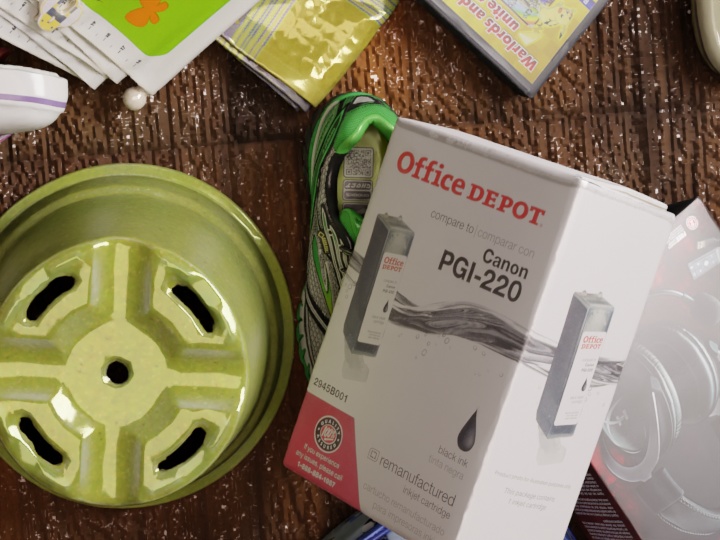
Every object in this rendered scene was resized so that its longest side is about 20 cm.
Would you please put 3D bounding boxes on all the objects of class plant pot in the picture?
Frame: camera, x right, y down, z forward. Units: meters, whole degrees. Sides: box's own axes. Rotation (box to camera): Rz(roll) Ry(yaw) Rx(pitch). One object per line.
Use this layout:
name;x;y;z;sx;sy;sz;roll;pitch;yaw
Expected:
plant pot;-0.128;0.043;0.956;0.198;0.184;0.203;0;93;-6

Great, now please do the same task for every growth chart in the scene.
growth chart;-0.137;-0.156;0.949;0.145;0.199;0.018;-44;54;21

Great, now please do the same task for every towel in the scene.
towel;-0.026;-0.206;1.034;0.143;0.023;0.200;39;89;-6

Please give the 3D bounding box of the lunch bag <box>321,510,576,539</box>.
lunch bag;0.071;0.204;1.044;0.159;0.076;0.201;-32;97;-6

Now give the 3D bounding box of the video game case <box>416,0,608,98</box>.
video game case;0.081;-0.232;1.023;0.200;0.025;0.181;39;88;-20

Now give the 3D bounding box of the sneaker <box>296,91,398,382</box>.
sneaker;0.000;0.000;1.018;0.077;0.085;0.202;-7;95;-5

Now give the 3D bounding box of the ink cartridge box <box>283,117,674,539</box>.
ink cartridge box;0.058;0.037;0.930;0.084;0.145;0.202;17;94;-43

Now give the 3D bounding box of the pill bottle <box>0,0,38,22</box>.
pill bottle;-0.224;-0.175;0.972;0.198;0.106;0.107;-26;96;-4

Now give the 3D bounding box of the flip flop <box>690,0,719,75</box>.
flip flop;0.220;-0.207;1.027;0.080;0.058;0.202;-12;103;-19

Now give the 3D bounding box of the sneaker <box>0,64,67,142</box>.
sneaker;-0.244;-0.049;0.959;0.198;0.073;0.116;-6;90;16

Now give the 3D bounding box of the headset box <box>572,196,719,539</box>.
headset box;0.180;0.085;1.031;0.148;0.077;0.201;-36;95;-18

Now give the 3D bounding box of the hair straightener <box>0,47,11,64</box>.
hair straightener;-0.256;-0.037;1.009;0.199;0.041;0.077;-38;96;-3
